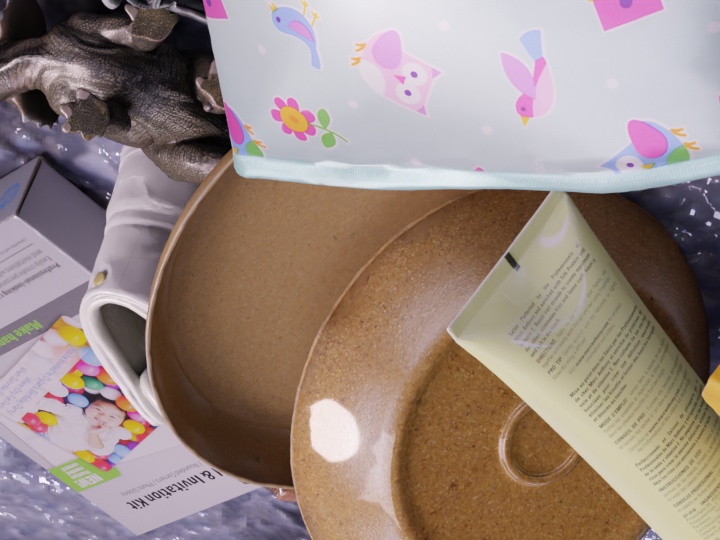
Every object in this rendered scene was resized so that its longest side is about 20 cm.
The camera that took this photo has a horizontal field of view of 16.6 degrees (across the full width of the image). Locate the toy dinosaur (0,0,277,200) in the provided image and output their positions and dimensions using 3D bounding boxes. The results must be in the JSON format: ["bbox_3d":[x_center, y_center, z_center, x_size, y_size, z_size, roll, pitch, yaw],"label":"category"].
[{"bbox_3d":[-0.081,-0.068,1.010,0.199,0.078,0.102,19,-178,-19],"label":"toy dinosaur"}]

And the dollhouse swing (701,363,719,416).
[{"bbox_3d":[0.262,0.063,0.915,0.182,0.176,0.200,-43,126,4],"label":"dollhouse swing"}]

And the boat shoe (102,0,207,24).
[{"bbox_3d":[-0.077,-0.129,0.926,0.198,0.068,0.074,26,142,-10],"label":"boat shoe"}]

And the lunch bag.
[{"bbox_3d":[0.044,-0.117,0.796,0.199,0.122,0.172,6,122,36],"label":"lunch bag"}]

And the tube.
[{"bbox_3d":[0.116,0.061,0.989,0.052,0.058,0.200,-31,117,24],"label":"tube"}]

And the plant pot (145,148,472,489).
[{"bbox_3d":[0.000,0.000,1.002,0.199,0.028,0.201,-17,130,-21],"label":"plant pot"}]

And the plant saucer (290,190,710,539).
[{"bbox_3d":[0.068,0.063,1.016,0.200,0.200,0.035,46,175,-32],"label":"plant saucer"}]

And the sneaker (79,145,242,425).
[{"bbox_3d":[-0.050,0.041,1.090,0.073,0.116,0.200,-19,131,37],"label":"sneaker"}]

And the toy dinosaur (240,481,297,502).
[{"bbox_3d":[0.032,0.137,1.120,0.199,0.137,0.086,-5,160,-41],"label":"toy dinosaur"}]

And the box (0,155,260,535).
[{"bbox_3d":[-0.129,0.043,1.188,0.200,0.041,0.155,39,139,-26],"label":"box"}]
